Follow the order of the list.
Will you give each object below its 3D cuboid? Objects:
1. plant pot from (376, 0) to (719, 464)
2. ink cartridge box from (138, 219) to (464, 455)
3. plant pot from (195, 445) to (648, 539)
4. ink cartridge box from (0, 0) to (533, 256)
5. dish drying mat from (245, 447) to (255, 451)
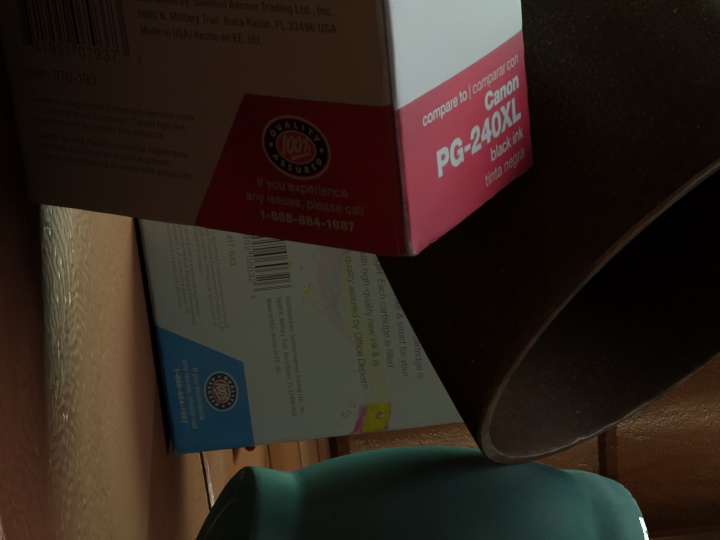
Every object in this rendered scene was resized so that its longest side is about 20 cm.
[{"bbox_3d":[0.059,-0.068,0.698,0.200,0.186,0.187,52,-12,21],"label":"plant pot"},{"bbox_3d":[0.000,0.000,0.980,0.125,0.199,0.129,-95,179,-72],"label":"ink cartridge box"},{"bbox_3d":[-0.001,0.147,0.706,0.200,0.134,0.201,-158,-90,-78],"label":"plant pot"},{"bbox_3d":[-0.035,-0.118,0.566,0.083,0.145,0.201,-34,126,-49],"label":"ink cartridge box"},{"bbox_3d":[-0.082,0.077,1.438,0.200,0.018,0.077,-85,168,-84],"label":"dish drying mat"}]
